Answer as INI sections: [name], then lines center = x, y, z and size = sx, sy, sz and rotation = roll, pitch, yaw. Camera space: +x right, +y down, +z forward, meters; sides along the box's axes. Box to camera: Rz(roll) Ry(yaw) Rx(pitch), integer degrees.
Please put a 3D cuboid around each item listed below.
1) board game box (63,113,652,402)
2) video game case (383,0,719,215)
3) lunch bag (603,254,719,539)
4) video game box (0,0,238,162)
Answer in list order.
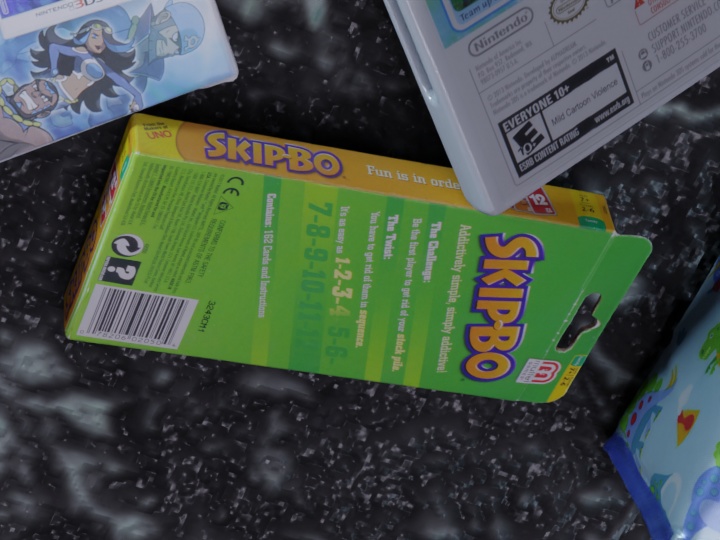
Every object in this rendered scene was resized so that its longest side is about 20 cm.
[board game box]
center = 0.000, 0.000, 0.803
size = 0.199, 0.030, 0.096
rotation = 11, 133, -18
[video game case]
center = 0.088, -0.145, 0.748
size = 0.199, 0.024, 0.183
rotation = -33, 120, -15
[lunch bag]
center = 0.223, 0.055, 0.852
size = 0.199, 0.128, 0.171
rotation = 23, 107, -14
[video game box]
center = -0.154, -0.124, 0.704
size = 0.181, 0.047, 0.201
rotation = -19, 119, -3
